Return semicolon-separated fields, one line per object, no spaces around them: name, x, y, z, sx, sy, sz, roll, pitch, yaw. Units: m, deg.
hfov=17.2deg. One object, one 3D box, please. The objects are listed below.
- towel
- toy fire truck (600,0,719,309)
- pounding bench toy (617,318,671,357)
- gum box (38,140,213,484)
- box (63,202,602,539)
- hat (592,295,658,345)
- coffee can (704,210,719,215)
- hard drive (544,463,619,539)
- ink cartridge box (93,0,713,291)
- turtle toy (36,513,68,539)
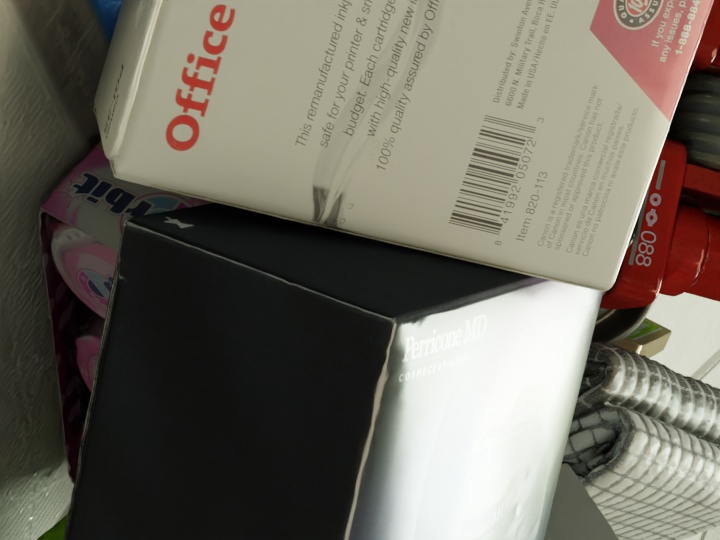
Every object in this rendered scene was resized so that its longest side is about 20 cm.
towel;0.090;0.108;1.242;0.199;0.086;0.165;-25;156;26
toy fire truck;0.178;-0.060;1.128;0.129;0.199;0.177;169;-65;-71
pounding bench toy;0.081;0.085;1.394;0.157;0.124;0.200;-66;167;9
gum box;-0.071;0.014;1.005;0.114;0.066;0.200;-52;159;-33
box;-0.011;0.080;0.918;0.200;0.123;0.199;-15;120;-61
hat;0.112;-0.017;1.217;0.200;0.081;0.202;-14;113;-37
coffee can;0.197;-0.069;1.406;0.147;0.199;0.147;-52;159;-30
hard drive;0.025;0.159;1.057;0.199;0.132;0.026;-16;126;-12
ink cartridge box;0.016;-0.091;0.876;0.083;0.199;0.147;-120;-135;-66
turtle toy;-0.135;0.191;0.998;0.200;0.145;0.101;-58;140;-16
